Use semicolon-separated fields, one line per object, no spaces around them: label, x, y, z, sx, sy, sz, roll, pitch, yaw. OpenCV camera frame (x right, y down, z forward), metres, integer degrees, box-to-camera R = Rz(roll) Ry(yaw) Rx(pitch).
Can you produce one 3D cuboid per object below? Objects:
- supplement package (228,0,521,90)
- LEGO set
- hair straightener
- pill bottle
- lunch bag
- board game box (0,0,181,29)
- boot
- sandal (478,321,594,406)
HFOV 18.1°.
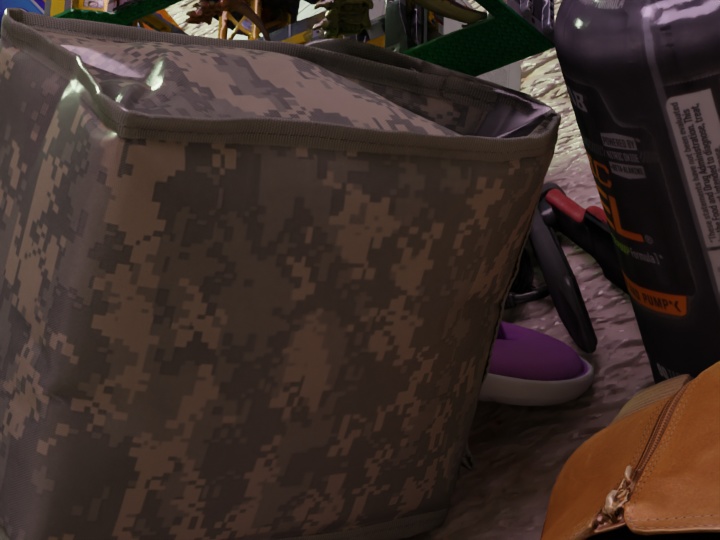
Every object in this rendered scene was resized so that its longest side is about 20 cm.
supplement package;-0.002;-0.066;1.031;0.109;0.114;0.200;-36;17;20
LEGO set;-0.020;-0.136;0.832;0.199;0.153;0.117;-23;54;40
hair straightener;0.069;-0.010;0.970;0.076;0.041;0.200;-23;23;-4
pill bottle;0.131;-0.054;0.803;0.105;0.201;0.106;-16;23;7
lunch bag;-0.034;0.008;0.774;0.198;0.165;0.117;3;21;-34
board game box;-0.214;-0.068;1.068;0.199;0.200;0.200;-35;16;23
boot;0.146;0.054;0.707;0.200;0.071;0.144;-27;11;25
sandal;-0.002;0.002;0.887;0.201;0.050;0.082;20;20;15
